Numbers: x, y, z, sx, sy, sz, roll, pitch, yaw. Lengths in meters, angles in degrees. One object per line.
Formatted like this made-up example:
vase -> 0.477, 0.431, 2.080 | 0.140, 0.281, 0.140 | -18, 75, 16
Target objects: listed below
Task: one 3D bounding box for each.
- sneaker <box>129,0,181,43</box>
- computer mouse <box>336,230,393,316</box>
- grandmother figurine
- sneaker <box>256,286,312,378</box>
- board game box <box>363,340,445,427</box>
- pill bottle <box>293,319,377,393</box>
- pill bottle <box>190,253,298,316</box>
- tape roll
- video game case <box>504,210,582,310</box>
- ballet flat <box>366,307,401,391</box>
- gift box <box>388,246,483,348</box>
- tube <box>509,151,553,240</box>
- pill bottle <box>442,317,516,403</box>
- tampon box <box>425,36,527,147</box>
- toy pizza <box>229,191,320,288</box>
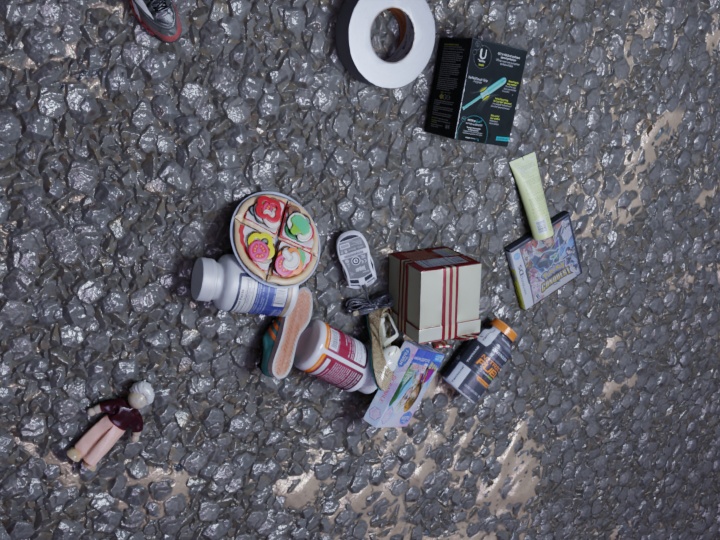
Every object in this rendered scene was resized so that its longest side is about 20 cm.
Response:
sneaker -> -0.358, -0.478, 1.241 | 0.070, 0.098, 0.203 | -32, 120, -16
computer mouse -> 0.000, 0.000, 1.616 | 0.107, 0.044, 0.204 | -15, 113, 2
grandmother figurine -> -0.482, 0.303, 1.467 | 0.201, 0.060, 0.121 | -49, 130, -2
sneaker -> -0.167, 0.126, 1.566 | 0.071, 0.079, 0.203 | 36, 68, -42
board game box -> 0.105, 0.267, 1.713 | 0.202, 0.041, 0.199 | -62, 154, 4
pill bottle -> -0.046, 0.197, 1.625 | 0.198, 0.113, 0.114 | 31, 92, -32
pill bottle -> -0.231, 0.028, 1.471 | 0.196, 0.111, 0.113 | 8, 103, -29
tape roll -> 0.051, -0.470, 1.476 | 0.196, 0.066, 0.205 | -10, 112, -25
video game case -> 0.466, -0.024, 1.867 | 0.198, 0.025, 0.183 | -30, 118, -16
ballet flat -> 0.054, 0.163, 1.623 | 0.064, 0.204, 0.070 | -21, 147, 20
gift box -> 0.178, 0.063, 1.656 | 0.196, 0.184, 0.191 | -4, 107, -19
tube -> 0.415, -0.176, 1.773 | 0.058, 0.051, 0.204 | -39, 114, -58
pill bottle -> 0.299, 0.215, 1.815 | 0.106, 0.106, 0.201 | 39, 87, -32
tampon box -> 0.243, -0.380, 1.570 | 0.147, 0.126, 0.204 | 2, 105, -28
toy pizza -> -0.163, -0.065, 1.461 | 0.197, 0.032, 0.205 | 12, 66, -28
